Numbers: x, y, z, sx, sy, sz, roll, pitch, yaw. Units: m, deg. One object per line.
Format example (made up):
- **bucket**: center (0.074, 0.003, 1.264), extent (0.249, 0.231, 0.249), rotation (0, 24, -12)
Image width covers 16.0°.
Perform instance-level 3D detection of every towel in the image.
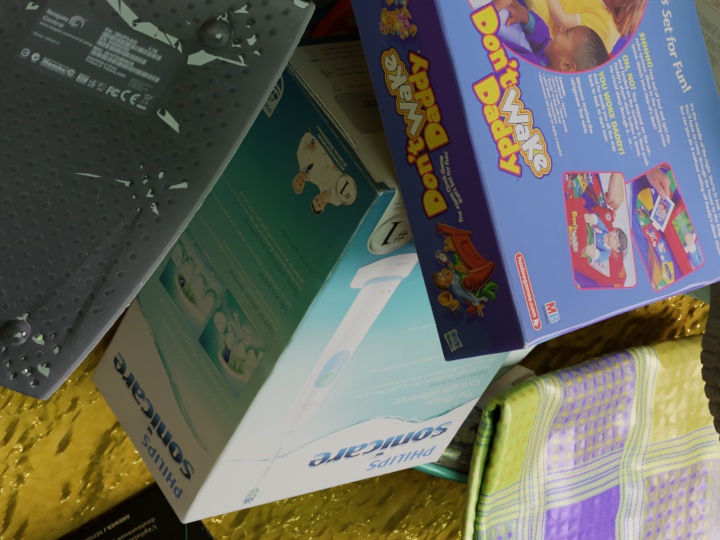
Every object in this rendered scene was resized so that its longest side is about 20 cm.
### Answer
- **towel**: center (0.119, 0.108, 1.233), extent (0.200, 0.023, 0.144), rotation (-8, 109, -47)

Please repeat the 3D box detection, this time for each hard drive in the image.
- **hard drive**: center (-0.121, -0.051, 0.941), extent (0.135, 0.042, 0.200), rotation (22, 118, -28)

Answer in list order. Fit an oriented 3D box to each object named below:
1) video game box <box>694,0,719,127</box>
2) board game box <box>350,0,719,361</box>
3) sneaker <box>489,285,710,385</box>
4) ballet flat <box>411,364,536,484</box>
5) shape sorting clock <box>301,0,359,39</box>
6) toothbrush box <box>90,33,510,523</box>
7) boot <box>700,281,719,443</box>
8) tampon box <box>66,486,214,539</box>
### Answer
- **video game box**: center (0.193, -0.128, 1.006), extent (0.182, 0.200, 0.047), rotation (-49, 156, 6)
- **board game box**: center (0.067, -0.080, 0.949), extent (0.134, 0.045, 0.201), rotation (-16, 92, -40)
- **sneaker**: center (0.113, 0.000, 1.142), extent (0.074, 0.118, 0.201), rotation (23, 112, -48)
- **ballet flat**: center (0.075, 0.082, 1.247), extent (0.072, 0.072, 0.200), rotation (-49, 140, 12)
- **shape sorting clock**: center (-0.015, -0.096, 1.012), extent (0.200, 0.039, 0.200), rotation (-21, 138, -20)
- **toothbrush box**: center (0.000, 0.000, 1.044), extent (0.146, 0.085, 0.200), rotation (-11, 143, -40)
- **boot**: center (0.228, 0.006, 1.075), extent (0.166, 0.072, 0.201), rotation (-11, 109, -10)
- **tampon box**: center (-0.089, 0.229, 1.141), extent (0.150, 0.200, 0.126), rotation (-29, 140, -11)
